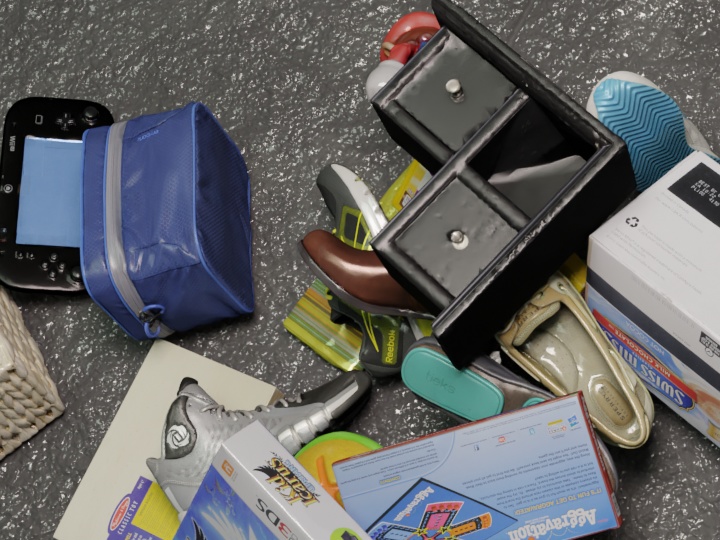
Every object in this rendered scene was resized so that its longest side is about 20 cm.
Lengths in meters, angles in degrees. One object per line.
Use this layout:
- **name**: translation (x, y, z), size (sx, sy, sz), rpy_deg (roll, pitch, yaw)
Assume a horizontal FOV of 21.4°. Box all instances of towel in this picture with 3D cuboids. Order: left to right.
- **towel**: translation (0.025, -0.005, 1.664), size (0.086, 0.018, 0.200), rpy_deg (35, 82, 23)

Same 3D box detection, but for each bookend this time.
- **bookend**: translation (0.069, -0.070, 1.444), size (0.199, 0.092, 0.200), rpy_deg (-45, 67, -4)

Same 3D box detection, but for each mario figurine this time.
- **mario figurine**: translation (0.069, -0.155, 1.637), size (0.106, 0.123, 0.200), rpy_deg (-47, 17, -2)

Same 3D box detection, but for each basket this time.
- **basket**: translation (-0.367, 0.069, 1.708), size (0.123, 0.136, 0.200), rpy_deg (-31, 61, 1)

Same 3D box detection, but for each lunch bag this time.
- **lunch bag**: translation (-0.178, -0.033, 1.674), size (0.132, 0.136, 0.201), rpy_deg (-13, 57, 16)

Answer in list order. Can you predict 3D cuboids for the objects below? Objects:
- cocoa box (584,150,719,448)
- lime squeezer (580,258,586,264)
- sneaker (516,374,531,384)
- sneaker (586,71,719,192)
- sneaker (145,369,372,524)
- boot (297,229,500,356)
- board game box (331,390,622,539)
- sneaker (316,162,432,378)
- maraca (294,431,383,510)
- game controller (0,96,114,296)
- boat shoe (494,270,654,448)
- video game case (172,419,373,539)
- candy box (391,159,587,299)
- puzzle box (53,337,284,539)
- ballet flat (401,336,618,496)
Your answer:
- **cocoa box**: translation (0.285, 0.034, 1.466), size (0.133, 0.131, 0.200), rpy_deg (-36, 58, -23)
- **lime squeezer**: translation (0.176, -0.013, 1.586), size (0.038, 0.071, 0.201), rpy_deg (-27, 90, -21)
- **sneaker**: translation (0.104, 0.163, 1.495), size (0.079, 0.130, 0.200), rpy_deg (4, 70, 19)
- **sneaker**: translation (0.222, -0.113, 1.533), size (0.077, 0.200, 0.081), rpy_deg (-44, 59, 8)
- **sneaker**: translation (-0.095, 0.119, 1.591), size (0.200, 0.075, 0.116), rpy_deg (-38, 78, -8)
- **boot**: translation (0.068, -0.046, 1.521), size (0.188, 0.068, 0.201), rpy_deg (30, 102, 13)
- **board game box**: translation (0.085, 0.166, 1.416), size (0.199, 0.019, 0.103), rpy_deg (-17, 89, 18)
- **sneaker**: translation (0.000, 0.000, 1.615), size (0.084, 0.074, 0.200), rpy_deg (-28, 68, 2)
- **maraca**: translation (-0.023, 0.228, 1.534), size (0.137, 0.107, 0.201), rpy_deg (26, 104, 32)
- **game controller**: translation (-0.286, -0.070, 1.774), size (0.104, 0.042, 0.201), rpy_deg (7, 65, -15)
- **boat shoe**: translation (0.152, 0.055, 1.468), size (0.073, 0.063, 0.201), rpy_deg (-39, 88, 6)
- **video game case**: translation (-0.063, 0.241, 1.473), size (0.181, 0.200, 0.045), rpy_deg (45, 47, 16)
- **candy box**: translation (0.109, -0.025, 1.591), size (0.200, 0.026, 0.102), rpy_deg (50, 132, 25)
- **puzzle box**: translation (-0.166, 0.170, 1.651), size (0.133, 0.025, 0.201), rpy_deg (21, 77, 26)
- **ballet flat**: translation (0.123, 0.111, 1.464), size (0.200, 0.073, 0.073), rpy_deg (33, 82, 21)
